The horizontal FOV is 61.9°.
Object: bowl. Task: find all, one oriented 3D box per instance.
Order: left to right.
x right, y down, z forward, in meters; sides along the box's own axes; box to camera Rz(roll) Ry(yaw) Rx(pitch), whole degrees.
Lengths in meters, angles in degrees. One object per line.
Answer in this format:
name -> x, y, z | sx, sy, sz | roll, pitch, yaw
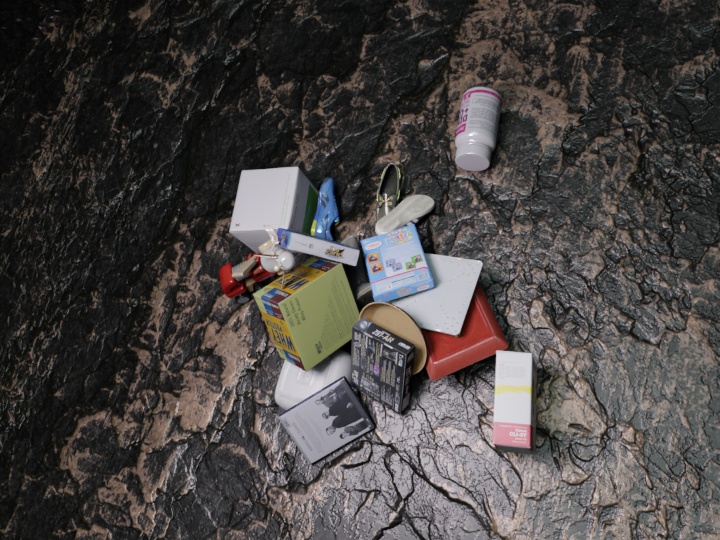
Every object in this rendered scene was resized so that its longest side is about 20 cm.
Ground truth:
bowl -> -0.130, 0.283, 1.579 | 0.197, 0.075, 0.203 | 12, 73, 25

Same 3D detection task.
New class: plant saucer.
plant saucer -> 0.083, 0.157, 1.440 | 0.198, 0.203, 0.035 | 25, 41, 29
plant saucer -> 0.223, 0.134, 1.429 | 0.197, 0.037, 0.202 | -25, 50, 8

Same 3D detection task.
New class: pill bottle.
pill bottle -> 0.318, -0.383, 1.632 | 0.112, 0.113, 0.203 | 4, 71, 23

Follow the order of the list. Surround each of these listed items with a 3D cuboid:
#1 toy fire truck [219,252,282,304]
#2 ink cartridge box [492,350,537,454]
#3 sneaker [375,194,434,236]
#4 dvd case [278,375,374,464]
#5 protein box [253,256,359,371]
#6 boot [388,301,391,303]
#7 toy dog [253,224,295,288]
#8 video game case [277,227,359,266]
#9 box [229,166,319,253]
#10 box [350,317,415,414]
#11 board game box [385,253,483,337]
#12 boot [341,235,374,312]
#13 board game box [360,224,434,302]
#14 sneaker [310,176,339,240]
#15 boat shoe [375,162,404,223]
toy fire truck -> -0.329, 0.011, 1.696 | 0.174, 0.200, 0.130 | -24, 62, 12
ink cartridge box -> 0.346, 0.294, 1.333 | 0.082, 0.145, 0.203 | -1, 69, 21
sneaker -> 0.121, -0.133, 1.647 | 0.198, 0.085, 0.075 | -31, 55, -20
dvd case -> -0.085, 0.376, 1.502 | 0.198, 0.025, 0.152 | -31, 99, 8
protein box -> -0.127, 0.105, 1.518 | 0.199, 0.201, 0.134 | -33, 26, -28
boot -> 0.117, 0.057, 1.565 | 0.164, 0.065, 0.202 | -34, 54, 21
toy dog -> -0.216, -0.018, 1.453 | 0.096, 0.200, 0.132 | -40, 84, -9
video game case -> -0.116, -0.064, 1.544 | 0.200, 0.178, 0.046 | -157, 80, -71
box -> -0.245, -0.172, 1.750 | 0.197, 0.171, 0.202 | -1, 69, 22
box -> 0.050, 0.234, 1.461 | 0.159, 0.203, 0.043 | 24, 40, 30
board game box -> 0.181, 0.055, 1.464 | 0.197, 0.026, 0.202 | 9, 63, 30
boot -> -0.001, -0.001, 1.607 | 0.181, 0.072, 0.203 | -38, 48, 49
board game box -> 0.089, -0.019, 1.506 | 0.149, 0.037, 0.202 | -17, 47, 4
sneaker -> -0.089, -0.176, 1.754 | 0.077, 0.066, 0.203 | 7, 72, 12
boat shoe -> 0.077, -0.205, 1.693 | 0.071, 0.060, 0.205 | 5, 72, 24
